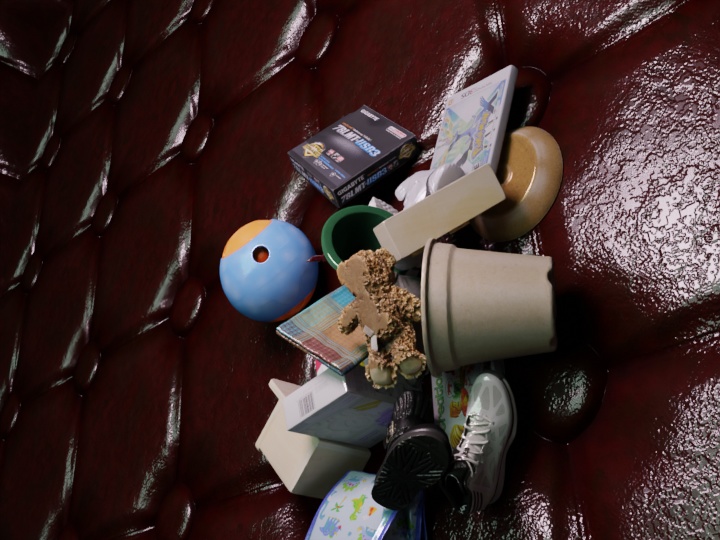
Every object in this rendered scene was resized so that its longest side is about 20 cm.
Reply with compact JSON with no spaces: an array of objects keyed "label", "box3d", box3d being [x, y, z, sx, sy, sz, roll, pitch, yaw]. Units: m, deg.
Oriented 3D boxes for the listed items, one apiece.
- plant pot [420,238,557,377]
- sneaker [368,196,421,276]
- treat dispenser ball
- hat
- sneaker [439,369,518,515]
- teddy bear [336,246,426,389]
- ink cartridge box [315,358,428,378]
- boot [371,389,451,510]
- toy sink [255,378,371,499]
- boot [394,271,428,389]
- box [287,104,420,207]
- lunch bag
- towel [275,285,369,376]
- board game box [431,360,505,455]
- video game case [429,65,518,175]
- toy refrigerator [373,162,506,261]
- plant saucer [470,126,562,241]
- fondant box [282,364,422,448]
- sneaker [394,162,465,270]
[{"label":"plant pot","box3d":[0.193,0.050,1.202,0.179,0.201,0.205,-3,67,15]},{"label":"sneaker","box3d":[0.050,-0.054,1.515,0.081,0.075,0.202,-53,40,28]},{"label":"treat dispenser ball","box3d":[-0.181,0.000,1.644,0.199,0.199,0.206,-23,56,39]},{"label":"hat","box3d":[0.000,0.000,1.468,0.178,0.161,0.203,102,164,-48]},{"label":"sneaker","box3d":[0.166,0.248,1.162,0.074,0.115,0.206,8,100,30]},{"label":"teddy bear","box3d":[0.034,0.071,1.218,0.145,0.066,0.202,-45,66,31]},{"label":"ink cartridge box","box3d":[0.014,0.145,1.449,0.199,0.085,0.150,-36,48,33]},{"label":"boot","box3d":[0.083,0.239,1.214,0.212,0.078,0.159,-57,6,48]},{"label":"toy sink","box3d":[-0.098,0.302,1.467,0.200,0.129,0.114,40,103,48]},{"label":"boot","box3d":[0.051,0.082,1.285,0.068,0.128,0.203,115,168,-50]},{"label":"box","box3d":[-0.016,-0.228,1.610,0.197,0.050,0.200,-34,41,-12]},{"label":"lunch bag","box3d":[0.008,0.420,1.293,0.168,0.127,0.204,-5,59,47]},{"label":"towel","box3d":[-0.020,0.084,1.319,0.145,0.199,0.022,27,127,28]},{"label":"board game box","box3d":[0.169,0.177,1.298,0.125,0.034,0.205,-25,55,38]},{"label":"video game case","box3d":[0.190,-0.237,1.437,0.181,0.022,0.205,-15,56,58]},{"label":"toy refrigerator","box3d":[0.125,-0.086,1.296,0.197,0.071,0.076,-29,1,-14]},{"label":"plant saucer","box3d":[0.241,-0.150,1.370,0.198,0.035,0.205,-23,57,40]},{"label":"fondant box","box3d":[-0.007,0.221,1.346,0.143,0.198,0.059,-36,52,31]},{"label":"sneaker","box3d":[0.094,-0.090,1.393,0.202,0.075,0.114,-58,23,-9]}]
